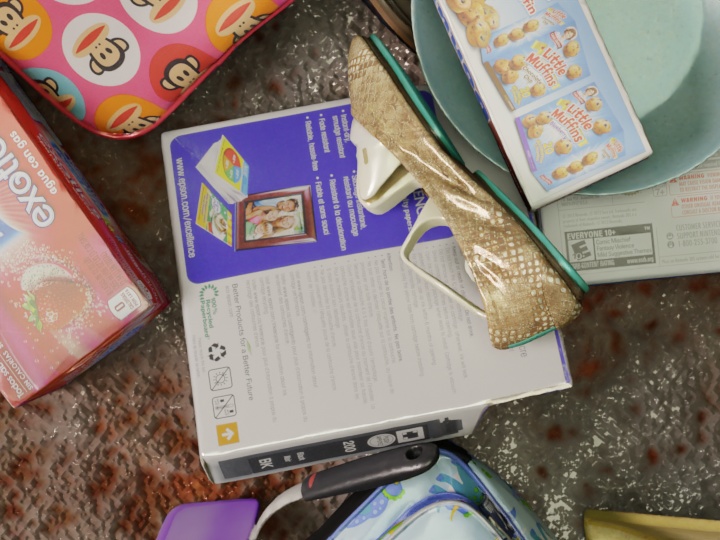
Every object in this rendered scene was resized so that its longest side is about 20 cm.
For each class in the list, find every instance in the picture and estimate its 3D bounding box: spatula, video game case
[{"bbox_3d":[-0.037,0.125,1.002,0.199,0.057,0.021,-25,119,35],"label":"spatula"},{"bbox_3d":[0.190,-0.089,1.050,0.198,0.045,0.184,-5,89,1],"label":"video game case"}]

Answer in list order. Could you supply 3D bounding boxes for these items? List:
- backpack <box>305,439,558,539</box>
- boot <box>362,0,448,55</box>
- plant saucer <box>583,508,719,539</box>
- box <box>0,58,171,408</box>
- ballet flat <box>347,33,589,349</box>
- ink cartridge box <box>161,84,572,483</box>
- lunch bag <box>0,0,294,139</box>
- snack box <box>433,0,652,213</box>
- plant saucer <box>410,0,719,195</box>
[{"bbox_3d":[0.047,0.215,1.000,0.183,0.147,0.200,-44,92,2],"label":"backpack"},{"bbox_3d":[0.016,-0.212,1.039,0.097,0.075,0.201,-35,88,3],"label":"boot"},{"bbox_3d":[0.198,0.219,0.983,0.048,0.200,0.202,-15,90,-17],"label":"plant saucer"},{"bbox_3d":[-0.200,-0.034,1.024,0.095,0.100,0.201,-36,90,2],"label":"box"},{"bbox_3d":[0.036,-0.039,0.973,0.065,0.071,0.200,-39,63,3],"label":"ballet flat"},{"bbox_3d":[0.000,0.000,1.016,0.198,0.043,0.200,-11,64,3],"label":"ink cartridge box"},{"bbox_3d":[-0.126,-0.181,0.978,0.199,0.082,0.176,-36,117,29],"label":"lunch bag"},{"bbox_3d":[0.080,-0.137,0.980,0.071,0.024,0.202,-24,88,-1],"label":"snack box"},{"bbox_3d":[0.126,-0.140,1.011,0.199,0.039,0.204,0,89,1],"label":"plant saucer"}]
